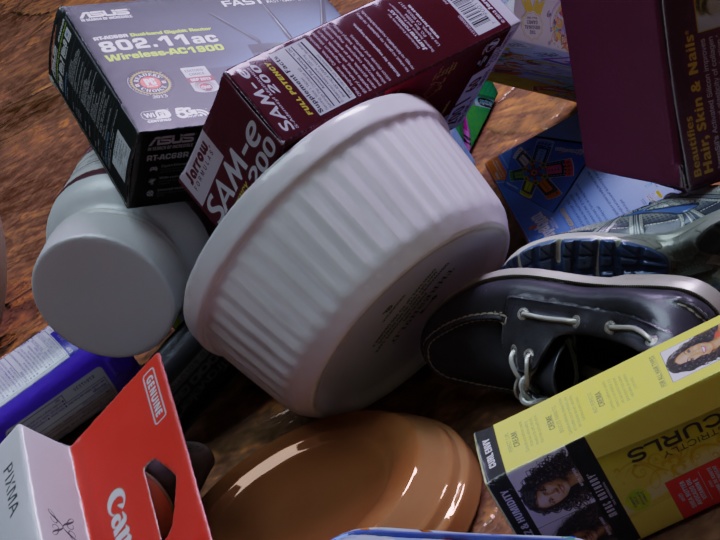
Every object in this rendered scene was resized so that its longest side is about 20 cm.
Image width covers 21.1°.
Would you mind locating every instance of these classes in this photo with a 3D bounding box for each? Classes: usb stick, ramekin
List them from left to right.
[{"bbox_3d":[-0.097,0.051,1.244,0.200,0.055,0.033,-48,31,2],"label":"usb stick"},{"bbox_3d":[0.000,0.000,1.141,0.202,0.202,0.094,-38,68,-16],"label":"ramekin"}]

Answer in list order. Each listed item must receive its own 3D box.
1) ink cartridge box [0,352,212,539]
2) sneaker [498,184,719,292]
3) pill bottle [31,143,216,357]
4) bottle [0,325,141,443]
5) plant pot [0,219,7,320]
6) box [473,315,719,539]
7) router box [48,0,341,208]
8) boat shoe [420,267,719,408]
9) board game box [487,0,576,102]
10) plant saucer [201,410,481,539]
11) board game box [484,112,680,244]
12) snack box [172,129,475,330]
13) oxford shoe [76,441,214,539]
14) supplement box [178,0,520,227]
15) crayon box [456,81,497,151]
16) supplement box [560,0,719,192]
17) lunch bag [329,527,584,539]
[{"bbox_3d":[-0.160,0.157,1.049,0.174,0.044,0.200,-48,37,19],"label":"ink cartridge box"},{"bbox_3d":[0.177,-0.007,1.099,0.200,0.077,0.085,-9,21,26],"label":"sneaker"},{"bbox_3d":[-0.143,-0.039,1.302,0.114,0.114,0.200,-19,28,25],"label":"pill bottle"},{"bbox_3d":[-0.252,0.105,1.365,0.200,0.065,0.084,-36,24,-13],"label":"bottle"},{"bbox_3d":[-0.371,0.008,1.608,0.200,0.135,0.200,-26,24,13],"label":"plant pot"},{"bbox_3d":[0.160,0.074,0.940,0.200,0.075,0.050,-26,26,8],"label":"box"},{"bbox_3d":[-0.087,-0.119,1.277,0.200,0.062,0.150,-9,41,-27],"label":"router box"},{"bbox_3d":[0.106,0.043,1.064,0.200,0.073,0.063,-5,33,39],"label":"boat shoe"},{"bbox_3d":[0.127,-0.149,1.305,0.200,0.034,0.134,8,-5,-39],"label":"board game box"},{"bbox_3d":[-0.029,0.141,1.072,0.200,0.037,0.200,-25,25,13],"label":"plant saucer"},{"bbox_3d":[0.148,-0.054,1.271,0.103,0.019,0.200,-27,24,4],"label":"board game box"},{"bbox_3d":[-0.024,-0.023,1.349,0.200,0.068,0.169,-24,26,17],"label":"snack box"},{"bbox_3d":[-0.162,0.144,1.181,0.200,0.071,0.073,-14,19,46],"label":"oxford shoe"},{"bbox_3d":[-0.006,-0.102,1.164,0.200,0.061,0.109,-30,-18,-34],"label":"supplement box"},{"bbox_3d":[-0.005,-0.102,1.492,0.200,0.058,0.119,-15,28,30],"label":"crayon box"},{"bbox_3d":[0.230,-0.138,1.138,0.200,0.131,0.103,-18,18,-25],"label":"supplement box"},{"bbox_3d":[0.029,0.183,0.878,0.200,0.076,0.160,-3,33,48],"label":"lunch bag"}]
